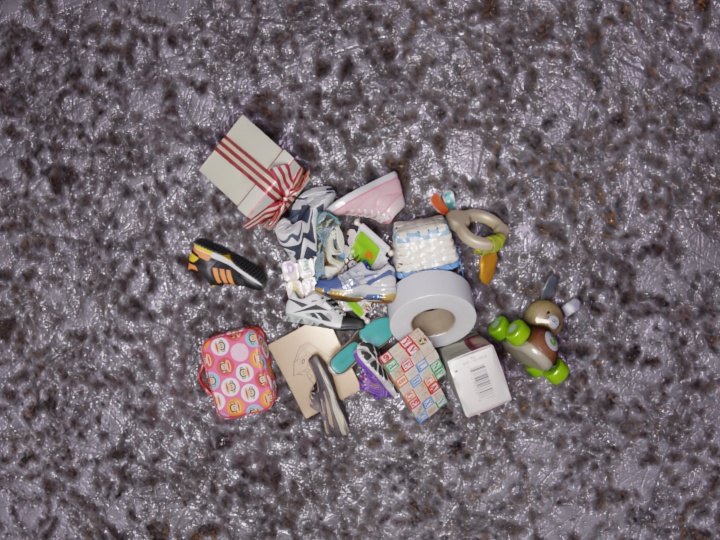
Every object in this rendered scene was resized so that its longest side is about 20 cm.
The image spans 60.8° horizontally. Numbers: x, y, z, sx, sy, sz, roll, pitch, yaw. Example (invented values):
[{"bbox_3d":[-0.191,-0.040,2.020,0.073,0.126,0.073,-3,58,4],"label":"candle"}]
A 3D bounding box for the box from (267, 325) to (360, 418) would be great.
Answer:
[{"bbox_3d":[-0.109,0.231,1.479,0.160,0.021,0.204,-27,93,3],"label":"box"}]

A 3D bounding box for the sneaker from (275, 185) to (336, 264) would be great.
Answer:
[{"bbox_3d":[-0.114,-0.097,1.439,0.078,0.201,0.132,11,138,26],"label":"sneaker"}]

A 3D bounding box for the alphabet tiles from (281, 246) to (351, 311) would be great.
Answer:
[{"bbox_3d":[-0.087,0.008,1.475,0.194,0.015,0.202,-12,92,3],"label":"alphabet tiles"}]

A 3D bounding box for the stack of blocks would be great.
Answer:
[{"bbox_3d":[0.134,0.243,1.399,0.114,0.059,0.202,-35,128,-8],"label":"stack of blocks"}]

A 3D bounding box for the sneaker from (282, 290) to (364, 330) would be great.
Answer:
[{"bbox_3d":[-0.081,0.091,1.422,0.194,0.074,0.091,9,83,9],"label":"sneaker"}]

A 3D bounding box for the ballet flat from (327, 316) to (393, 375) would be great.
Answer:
[{"bbox_3d":[0.000,0.175,1.447,0.197,0.067,0.069,-32,83,-17],"label":"ballet flat"}]

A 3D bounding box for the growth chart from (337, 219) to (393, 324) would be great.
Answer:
[{"bbox_3d":[0.000,0.000,1.415,0.143,0.018,0.204,32,114,27],"label":"growth chart"}]

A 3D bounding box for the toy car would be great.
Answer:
[{"bbox_3d":[0.425,0.122,1.406,0.164,0.157,0.201,41,81,-12],"label":"toy car"}]

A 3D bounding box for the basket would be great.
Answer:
[{"bbox_3d":[0.152,-0.016,1.407,0.171,0.140,0.206,-8,107,2],"label":"basket"}]

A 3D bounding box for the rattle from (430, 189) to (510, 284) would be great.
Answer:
[{"bbox_3d":[0.245,-0.084,1.453,0.196,0.144,0.132,24,61,16],"label":"rattle"}]

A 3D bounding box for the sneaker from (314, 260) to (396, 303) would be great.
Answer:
[{"bbox_3d":[-0.009,0.023,1.373,0.194,0.075,0.091,3,78,21],"label":"sneaker"}]

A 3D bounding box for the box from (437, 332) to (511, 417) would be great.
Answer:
[{"bbox_3d":[0.252,0.228,1.380,0.106,0.200,0.131,-21,92,2],"label":"box"}]

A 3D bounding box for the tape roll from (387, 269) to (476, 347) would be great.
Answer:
[{"bbox_3d":[0.159,0.090,1.382,0.196,0.205,0.072,-7,49,2],"label":"tape roll"}]

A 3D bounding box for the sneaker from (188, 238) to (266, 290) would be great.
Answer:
[{"bbox_3d":[-0.319,0.008,1.463,0.197,0.070,0.091,30,108,1],"label":"sneaker"}]

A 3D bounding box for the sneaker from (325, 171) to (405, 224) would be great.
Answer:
[{"bbox_3d":[0.020,-0.144,1.415,0.197,0.075,0.107,-27,97,-22],"label":"sneaker"}]

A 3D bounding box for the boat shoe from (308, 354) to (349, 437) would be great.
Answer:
[{"bbox_3d":[-0.087,0.300,1.436,0.072,0.075,0.205,-21,93,2],"label":"boat shoe"}]

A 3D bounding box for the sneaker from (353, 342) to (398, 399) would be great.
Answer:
[{"bbox_3d":[0.025,0.244,1.409,0.082,0.082,0.202,-21,134,10],"label":"sneaker"}]

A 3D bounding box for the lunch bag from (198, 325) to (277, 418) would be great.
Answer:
[{"bbox_3d":[-0.298,0.245,1.458,0.171,0.082,0.206,-12,93,3],"label":"lunch bag"}]

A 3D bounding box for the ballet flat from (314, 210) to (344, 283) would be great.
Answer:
[{"bbox_3d":[-0.068,-0.036,1.392,0.072,0.075,0.204,1,126,2],"label":"ballet flat"}]

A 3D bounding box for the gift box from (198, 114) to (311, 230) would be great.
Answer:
[{"bbox_3d":[-0.232,-0.205,1.368,0.186,0.200,0.186,40,96,10],"label":"gift box"}]
